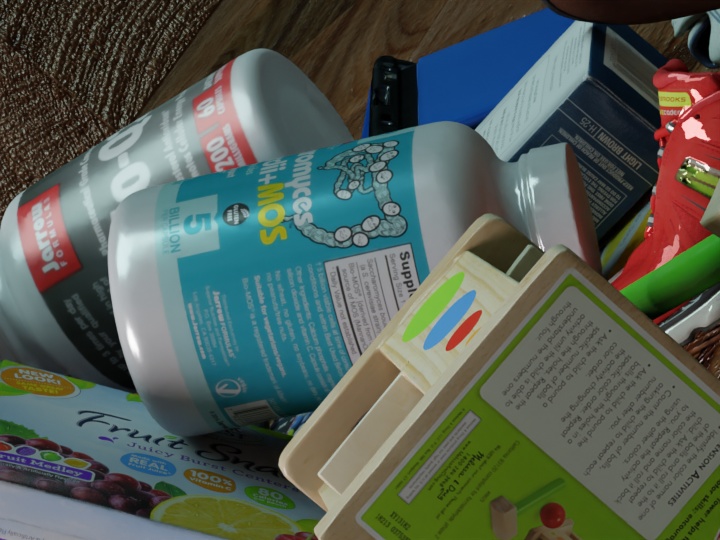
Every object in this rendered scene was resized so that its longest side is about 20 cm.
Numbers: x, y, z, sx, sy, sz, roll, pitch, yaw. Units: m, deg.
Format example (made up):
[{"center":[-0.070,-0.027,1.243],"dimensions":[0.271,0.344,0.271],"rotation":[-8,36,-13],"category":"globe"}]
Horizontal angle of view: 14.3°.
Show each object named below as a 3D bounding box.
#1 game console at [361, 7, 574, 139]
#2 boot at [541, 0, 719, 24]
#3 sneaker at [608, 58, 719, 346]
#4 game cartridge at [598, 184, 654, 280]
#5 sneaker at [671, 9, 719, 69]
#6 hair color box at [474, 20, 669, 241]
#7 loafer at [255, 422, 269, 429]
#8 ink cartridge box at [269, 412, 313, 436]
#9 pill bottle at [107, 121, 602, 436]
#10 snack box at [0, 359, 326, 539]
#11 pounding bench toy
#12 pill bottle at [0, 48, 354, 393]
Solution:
[{"center":[0.058,-0.055,1.524],"dimensions":[0.200,0.118,0.171],"rotation":[-85,4,-74],"category":"game console"},{"center":[0.173,-0.136,1.207],"dimensions":[0.200,0.188,0.069],"rotation":[-108,16,-83],"category":"boot"},{"center":[0.144,-0.044,1.166],"dimensions":[0.200,0.085,0.077],"rotation":[-48,9,8],"category":"sneaker"},{"center":[0.104,0.003,1.313],"dimensions":[0.200,0.032,0.176],"rotation":[-54,11,-22],"category":"game cartridge"},{"center":[0.181,-0.146,1.410],"dimensions":[0.087,0.074,0.200],"rotation":[-59,6,10],"category":"sneaker"},{"center":[0.063,-0.022,1.330],"dimensions":[0.200,0.060,0.100],"rotation":[-46,12,23],"category":"hair color box"},{"center":[-0.085,0.102,1.629],"dimensions":[0.070,0.070,0.200],"rotation":[-49,1,-16],"category":"loafer"},{"center":[-0.001,0.061,1.531],"dimensions":[0.119,0.042,0.200],"rotation":[-36,16,52],"category":"ink cartridge box"},{"center":[0.000,0.000,1.231],"dimensions":[0.199,0.111,0.111],"rotation":[-12,20,10],"category":"pill bottle"},{"center":[-0.073,0.107,1.237],"dimensions":[0.142,0.199,0.053],"rotation":[-91,17,-74],"category":"snack box"},{"center":[0.085,0.041,1.010],"dimensions":[0.200,0.124,0.156],"rotation":[-50,10,1],"category":"pounding bench toy"},{"center":[-0.100,-0.011,1.375],"dimensions":[0.200,0.114,0.114],"rotation":[-30,17,18],"category":"pill bottle"}]
